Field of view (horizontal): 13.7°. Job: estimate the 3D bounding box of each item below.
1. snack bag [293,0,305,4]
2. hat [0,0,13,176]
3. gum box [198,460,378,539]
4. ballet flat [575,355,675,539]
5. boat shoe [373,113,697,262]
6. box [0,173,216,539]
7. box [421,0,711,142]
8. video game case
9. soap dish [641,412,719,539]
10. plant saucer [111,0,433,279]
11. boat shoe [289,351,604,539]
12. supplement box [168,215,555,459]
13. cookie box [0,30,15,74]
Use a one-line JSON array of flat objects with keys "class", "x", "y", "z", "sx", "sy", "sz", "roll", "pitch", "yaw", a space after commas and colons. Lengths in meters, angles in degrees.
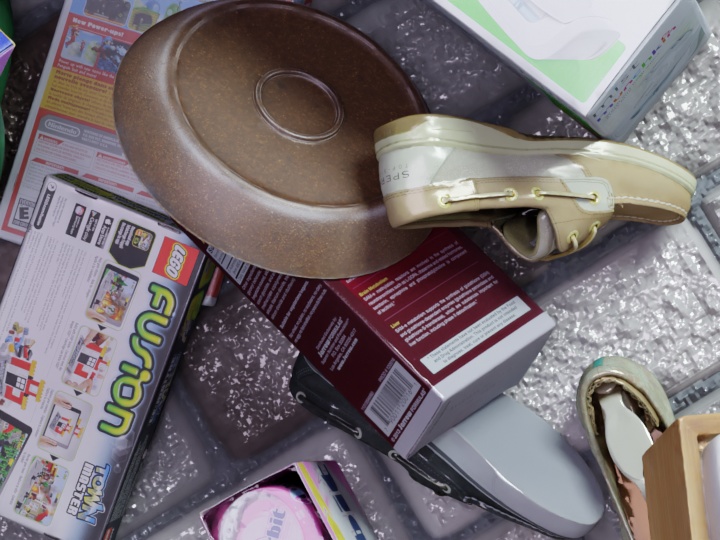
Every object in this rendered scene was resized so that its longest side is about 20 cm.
[{"class": "snack bag", "x": -0.072, "y": -0.256, "z": 1.686, "sx": 0.021, "sy": 0.189, "sz": 0.200, "roll": -21, "pitch": 79, "yaw": -5}, {"class": "hat", "x": -0.227, "y": -0.158, "z": 1.795, "sx": 0.166, "sy": 0.176, "sz": 0.200, "roll": 25, "pitch": 136, "yaw": 23}, {"class": "gum box", "x": -0.006, "y": 0.209, "z": 1.689, "sx": 0.066, "sy": 0.113, "sz": 0.200, "roll": -30, "pitch": 82, "yaw": 8}, {"class": "ballet flat", "x": 0.172, "y": 0.142, "z": 1.684, "sx": 0.067, "sy": 0.062, "sz": 0.200, "roll": -29, "pitch": 82, "yaw": 8}, {"class": "boat shoe", "x": 0.097, "y": -0.039, "z": 1.665, "sx": 0.200, "sy": 0.074, "sz": 0.066, "roll": 7, "pitch": 75, "yaw": -24}, {"class": "box", "x": -0.166, "y": 0.055, "z": 1.756, "sx": 0.110, "sy": 0.035, "sz": 0.200, "roll": 23, "pitch": 98, "yaw": 11}, {"class": "box", "x": 0.087, "y": -0.170, "z": 1.660, "sx": 0.200, "sy": 0.176, "sz": 0.097, "roll": 39, "pitch": 94, "yaw": 10}, {"class": "video game case", "x": -0.123, "y": -0.095, "z": 1.776, "sx": 0.143, "sy": 0.017, "sz": 0.200, "roll": 18, "pitch": 91, "yaw": 11}, {"class": "soap dish", "x": 0.233, "y": 0.176, "z": 1.630, "sx": 0.157, "sy": 0.081, "sz": 0.200, "roll": -3, "pitch": 84, "yaw": -34}, {"class": "plant saucer", "x": -0.040, "y": -0.084, "z": 1.677, "sx": 0.200, "sy": 0.200, "sz": 0.035, "roll": 40, "pitch": 138, "yaw": 10}, {"class": "boat shoe", "x": 0.048, "y": 0.096, "z": 1.716, "sx": 0.200, "sy": 0.069, "sz": 0.057, "roll": 35, "pitch": 127, "yaw": 7}, {"class": "supplement box", "x": 0.000, "y": 0.000, "z": 1.690, "sx": 0.200, "sy": 0.109, "sz": 0.061, "roll": 46, "pitch": 136, "yaw": 15}, {"class": "cookie box", "x": -0.307, "y": -0.133, "z": 1.686, "sx": 0.200, "sy": 0.171, "sz": 0.075, "roll": 44, "pitch": 53, "yaw": 6}]
